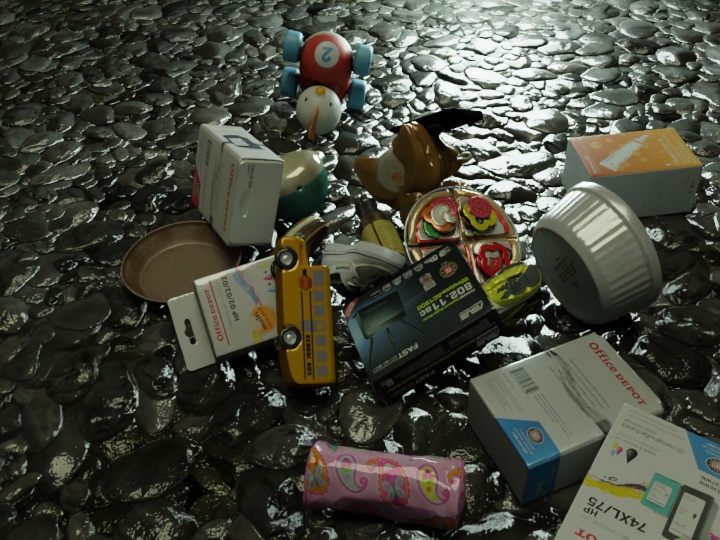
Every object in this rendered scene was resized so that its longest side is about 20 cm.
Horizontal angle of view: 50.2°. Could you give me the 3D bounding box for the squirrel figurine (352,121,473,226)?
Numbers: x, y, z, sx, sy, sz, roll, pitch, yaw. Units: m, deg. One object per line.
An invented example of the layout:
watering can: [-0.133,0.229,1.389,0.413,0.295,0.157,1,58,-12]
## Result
squirrel figurine: [0.121,-0.158,1.347,0.185,0.141,0.203,-16,73,-49]

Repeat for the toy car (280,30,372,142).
toy car: [-0.079,-0.357,1.558,0.180,0.178,0.203,9,54,-3]

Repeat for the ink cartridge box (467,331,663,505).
ink cartridge box: [0.254,0.182,0.973,0.196,0.085,0.146,-17,43,-15]

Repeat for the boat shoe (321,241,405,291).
boat shoe: [0.000,0.000,1.169,0.073,0.068,0.199,24,-9,-26]

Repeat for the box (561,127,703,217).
box: [0.470,-0.167,1.344,0.195,0.099,0.126,-7,41,-3]

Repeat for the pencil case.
pencil case: [0.027,0.251,0.912,0.195,0.089,0.088,5,41,12]

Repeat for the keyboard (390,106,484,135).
keyboard: [0.141,-0.272,1.360,0.102,0.041,0.199,6,-2,-28]

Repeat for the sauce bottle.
sauce bottle: [0.033,-0.054,1.270,0.063,0.066,0.202,-10,42,-8]

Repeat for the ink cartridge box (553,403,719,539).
ink cartridge box: [0.299,0.282,0.809,0.145,0.148,0.200,22,47,27]

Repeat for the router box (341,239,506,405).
router box: [0.083,0.070,1.073,0.198,0.062,0.151,-32,44,6]

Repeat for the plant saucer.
plant saucer: [-0.290,-0.006,1.260,0.195,0.037,0.203,-2,41,1]

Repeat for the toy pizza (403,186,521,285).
toy pizza: [0.165,-0.049,1.217,0.195,0.032,0.205,5,65,-10]

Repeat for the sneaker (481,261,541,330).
sneaker: [0.180,0.068,1.121,0.197,0.085,0.075,-25,44,8]

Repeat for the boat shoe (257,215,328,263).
boat shoe: [-0.108,-0.005,1.229,0.074,0.075,0.202,32,59,20]

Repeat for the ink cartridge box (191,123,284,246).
ink cartridge box: [-0.211,-0.147,1.295,0.083,0.148,0.200,-1,25,-31]

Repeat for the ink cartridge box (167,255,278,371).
ink cartridge box: [-0.171,0.058,1.115,0.196,0.068,0.117,-18,80,-16]

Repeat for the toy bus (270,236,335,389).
toy bus: [-0.081,0.059,1.065,0.076,0.065,0.205,0,76,-15]

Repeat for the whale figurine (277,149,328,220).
whale figurine: [-0.125,-0.155,1.387,0.157,0.105,0.200,-31,22,-8]

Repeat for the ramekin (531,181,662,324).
ramekin: [0.333,-0.015,1.116,0.093,0.204,0.203,-30,46,-11]
